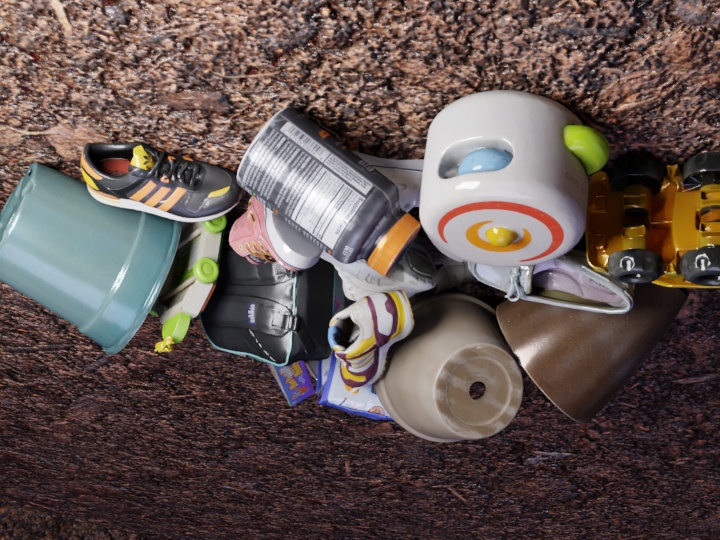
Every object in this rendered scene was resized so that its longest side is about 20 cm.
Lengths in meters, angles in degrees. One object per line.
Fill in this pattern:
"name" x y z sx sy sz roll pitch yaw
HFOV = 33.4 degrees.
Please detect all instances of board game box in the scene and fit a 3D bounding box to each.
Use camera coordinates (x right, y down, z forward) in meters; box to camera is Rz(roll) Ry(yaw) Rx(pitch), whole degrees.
"board game box" -0.129 0.099 1.761 0.044 0.135 0.201 -28 153 -8

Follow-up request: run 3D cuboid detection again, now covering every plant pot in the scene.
"plant pot" 0.126 0.136 1.522 0.197 0.203 0.173 14 -175 -14
"plant pot" 0.304 0.057 1.506 0.199 0.188 0.186 -40 134 19
"plant pot" -0.360 -0.026 1.523 0.194 0.203 0.200 28 148 -22

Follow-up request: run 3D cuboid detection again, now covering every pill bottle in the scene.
"pill bottle" -0.030 -0.080 1.315 0.199 0.107 0.106 37 153 5

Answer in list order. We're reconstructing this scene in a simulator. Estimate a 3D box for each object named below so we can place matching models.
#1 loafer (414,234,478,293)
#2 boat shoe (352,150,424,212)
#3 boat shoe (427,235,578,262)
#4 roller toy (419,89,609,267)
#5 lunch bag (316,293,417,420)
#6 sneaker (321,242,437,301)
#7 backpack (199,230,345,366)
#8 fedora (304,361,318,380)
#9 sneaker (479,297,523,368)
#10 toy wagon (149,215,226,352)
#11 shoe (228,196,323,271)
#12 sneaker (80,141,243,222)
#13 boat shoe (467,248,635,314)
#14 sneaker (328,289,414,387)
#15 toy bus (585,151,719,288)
"loafer" 0.108 -0.002 1.565 0.196 0.071 0.070 7 154 1
"boat shoe" 0.036 -0.090 1.406 0.196 0.071 0.071 10 154 -5
"boat shoe" 0.177 -0.048 1.466 0.198 0.076 0.092 16 148 -35
"roller toy" 0.154 -0.089 1.297 0.179 0.142 0.200 14 154 -12
"lunch bag" 0.032 0.105 1.653 0.167 0.203 0.124 14 154 -11
"sneaker" 0.000 0.000 1.466 0.198 0.079 0.099 24 131 -37
"backpack" -0.117 0.029 1.569 0.197 0.179 0.152 2 -175 37
"fedora" 0.016 0.122 1.779 0.198 0.178 0.091 30 118 -23
"sneaker" 0.223 0.090 1.716 0.197 0.077 0.115 -3 154 25
"toy wagon" -0.225 0.013 1.532 0.039 0.203 0.154 20 152 -29
"shoe" -0.099 -0.035 1.392 0.071 0.201 0.092 22 114 -25
"sneaker" -0.240 -0.112 1.434 0.196 0.071 0.090 7 157 5
"boat shoe" 0.222 0.007 1.408 0.199 0.065 0.076 15 117 6
"sneaker" -0.008 0.087 1.492 0.089 0.076 0.201 -6 149 -25
"toy bus" 0.368 -0.038 1.373 0.197 0.138 0.192 -1 163 21
